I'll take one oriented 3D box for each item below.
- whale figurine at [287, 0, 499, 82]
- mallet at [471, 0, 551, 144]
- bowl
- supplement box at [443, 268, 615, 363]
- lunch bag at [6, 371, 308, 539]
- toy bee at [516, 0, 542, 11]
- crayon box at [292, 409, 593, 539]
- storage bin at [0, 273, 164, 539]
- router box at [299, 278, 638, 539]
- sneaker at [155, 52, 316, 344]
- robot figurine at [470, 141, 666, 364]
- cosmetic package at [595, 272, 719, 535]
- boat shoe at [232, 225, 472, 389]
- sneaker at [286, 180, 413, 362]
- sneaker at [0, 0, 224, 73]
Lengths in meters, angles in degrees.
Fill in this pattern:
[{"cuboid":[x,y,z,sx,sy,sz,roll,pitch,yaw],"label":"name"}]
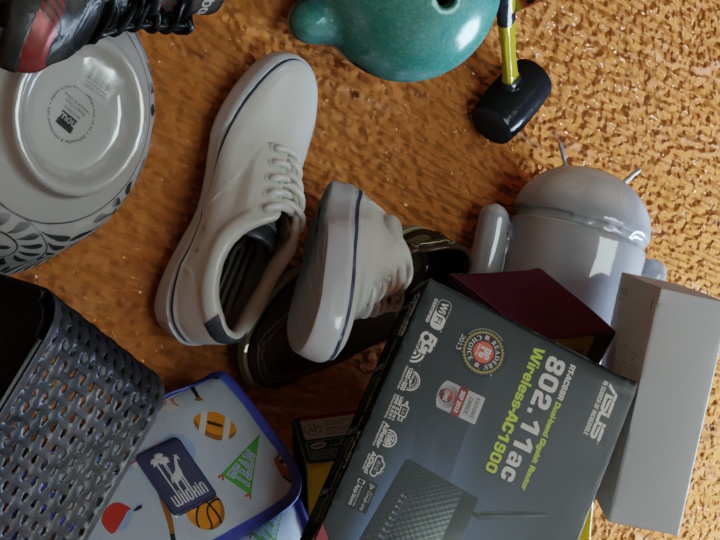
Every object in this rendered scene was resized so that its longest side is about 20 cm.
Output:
[{"cuboid":[0.013,-0.213,1.002,0.159,0.104,0.200,-47,120,-3],"label":"whale figurine"},{"cuboid":[0.102,-0.171,1.113,0.066,0.041,0.201,-53,152,-19],"label":"mallet"},{"cuboid":[-0.180,-0.089,0.840,0.200,0.094,0.203,-12,107,-44],"label":"bowl"},{"cuboid":[0.086,0.105,1.106,0.110,0.086,0.201,-2,124,-46],"label":"supplement box"},{"cuboid":[-0.117,0.183,0.943,0.169,0.123,0.202,-24,101,-41],"label":"lunch bag"},{"cuboid":[0.146,-0.289,1.115,0.132,0.107,0.201,-87,178,-50],"label":"toy bee"},{"cuboid":[0.056,0.172,1.031,0.198,0.058,0.174,-7,121,-11],"label":"crayon box"},{"cuboid":[-0.214,0.109,0.807,0.094,0.134,0.201,45,68,-41],"label":"storage bin"},{"cuboid":[0.063,0.128,0.929,0.149,0.062,0.201,26,77,-6],"label":"router box"},{"cuboid":[-0.063,-0.043,0.975,0.073,0.070,0.202,27,78,-45],"label":"sneaker"},{"cuboid":[0.163,0.004,1.200,0.168,0.113,0.202,19,84,-20],"label":"robot figurine"},{"cuboid":[0.197,0.084,1.041,0.200,0.051,0.152,-48,148,-86],"label":"cosmetic package"},{"cuboid":[0.001,0.021,1.062,0.202,0.074,0.075,-35,121,-37],"label":"boat shoe"},{"cuboid":[0.000,0.000,0.966,0.200,0.070,0.073,-81,-166,-62],"label":"sneaker"},{"cuboid":[-0.121,-0.157,0.791,0.097,0.071,0.201,32,42,-4],"label":"sneaker"}]
